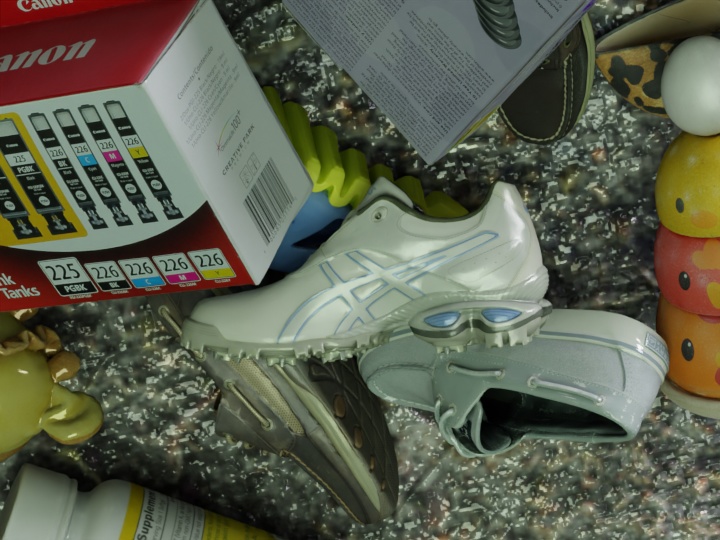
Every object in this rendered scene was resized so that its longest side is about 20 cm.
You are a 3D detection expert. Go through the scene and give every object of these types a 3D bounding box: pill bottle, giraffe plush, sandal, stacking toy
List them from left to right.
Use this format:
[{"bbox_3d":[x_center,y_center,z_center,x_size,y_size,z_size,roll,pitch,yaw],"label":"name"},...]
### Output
[{"bbox_3d":[-0.241,0.079,1.398,0.162,0.200,0.173,-35,101,-22],"label":"giraffe plush"},{"bbox_3d":[-0.117,0.189,1.457,0.199,0.114,0.115,20,112,-10],"label":"pill bottle"},{"bbox_3d":[-0.032,-0.034,1.384,0.199,0.080,0.087,34,113,-13],"label":"sandal"},{"bbox_3d":[0.200,-0.034,1.344,0.145,0.146,0.201,-20,116,7],"label":"stacking toy"}]

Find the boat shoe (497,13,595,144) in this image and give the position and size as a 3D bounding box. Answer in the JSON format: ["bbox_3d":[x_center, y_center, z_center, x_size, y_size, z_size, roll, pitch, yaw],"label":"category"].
[{"bbox_3d":[0.077,-0.140,1.318,0.073,0.065,0.201,8,134,24],"label":"boat shoe"}]

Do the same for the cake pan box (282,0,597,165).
[{"bbox_3d":[0.019,-0.173,1.254,0.200,0.052,0.184,47,145,4],"label":"cake pan box"}]

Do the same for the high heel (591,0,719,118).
[{"bbox_3d":[0.212,-0.164,1.334,0.142,0.072,0.201,12,118,-9],"label":"high heel"}]

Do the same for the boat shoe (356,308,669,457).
[{"bbox_3d":[0.073,0.064,1.382,0.200,0.072,0.070,-3,143,38],"label":"boat shoe"}]

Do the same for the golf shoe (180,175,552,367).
[{"bbox_3d":[0.000,0.000,1.341,0.199,0.078,0.098,-7,93,5],"label":"golf shoe"}]

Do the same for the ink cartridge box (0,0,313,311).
[{"bbox_3d":[-0.155,-0.074,1.300,0.199,0.084,0.176,-7,127,33],"label":"ink cartridge box"}]

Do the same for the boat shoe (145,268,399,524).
[{"bbox_3d":[-0.050,0.063,1.434,0.073,0.075,0.201,-29,103,21],"label":"boat shoe"}]
